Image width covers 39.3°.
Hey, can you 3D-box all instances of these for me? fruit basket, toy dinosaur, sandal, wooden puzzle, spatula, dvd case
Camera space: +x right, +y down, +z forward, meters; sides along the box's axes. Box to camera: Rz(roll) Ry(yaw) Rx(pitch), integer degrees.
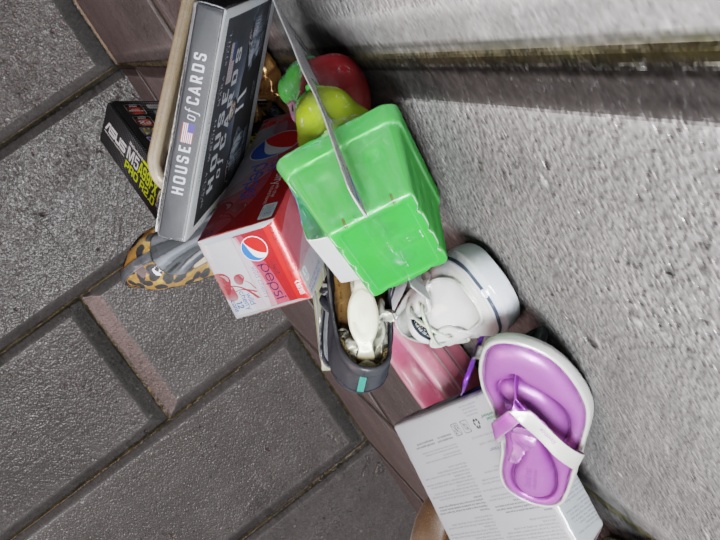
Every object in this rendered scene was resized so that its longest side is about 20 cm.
[{"bbox_3d":[-0.017,-0.089,0.707,0.201,0.093,0.185,61,-176,28],"label":"fruit basket"},{"bbox_3d":[-0.110,-0.207,0.952,0.105,0.061,0.201,-3,131,51],"label":"toy dinosaur"},{"bbox_3d":[0.129,0.124,0.738,0.081,0.050,0.204,6,139,23],"label":"sandal"},{"bbox_3d":[-0.115,-0.156,0.772,0.185,0.037,0.203,-57,-25,-88],"label":"wooden puzzle"},{"bbox_3d":[0.110,0.064,0.791,0.020,0.057,0.200,24,166,-7],"label":"spatula"},{"bbox_3d":[-0.097,-0.121,0.712,0.024,0.152,0.200,13,-160,0],"label":"dvd case"}]

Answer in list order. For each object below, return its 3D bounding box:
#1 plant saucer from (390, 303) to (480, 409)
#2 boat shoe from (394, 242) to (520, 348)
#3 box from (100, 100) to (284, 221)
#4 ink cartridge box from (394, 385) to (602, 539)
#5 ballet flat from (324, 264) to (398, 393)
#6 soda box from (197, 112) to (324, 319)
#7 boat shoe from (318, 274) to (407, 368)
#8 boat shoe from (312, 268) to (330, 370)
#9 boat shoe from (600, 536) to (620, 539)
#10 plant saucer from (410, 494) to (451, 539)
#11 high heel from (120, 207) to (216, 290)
[{"bbox_3d":[0.082,0.110,1.064,0.202,0.051,0.201,54,171,12],"label":"plant saucer"},{"bbox_3d":[0.069,0.033,0.789,0.074,0.066,0.200,53,171,5],"label":"boat shoe"},{"bbox_3d":[-0.125,-0.102,0.964,0.160,0.198,0.045,49,130,34],"label":"box"},{"bbox_3d":[0.129,0.205,0.912,0.202,0.043,0.196,62,150,4],"label":"ink cartridge box"},{"bbox_3d":[0.000,0.000,0.846,0.073,0.072,0.203,88,179,-75],"label":"ballet flat"},{"bbox_3d":[-0.056,-0.052,0.764,0.201,0.063,0.071,-74,-36,-56],"label":"soda box"},{"bbox_3d":[-0.007,0.019,0.960,0.072,0.067,0.201,47,145,26],"label":"boat shoe"},{"bbox_3d":[-0.033,0.008,1.073,0.072,0.061,0.203,133,125,-81],"label":"boat shoe"},{"bbox_3d":[0.225,0.272,0.848,0.072,0.066,0.201,55,171,4],"label":"boat shoe"},{"bbox_3d":[0.144,0.296,1.019,0.201,0.199,0.032,54,149,4],"label":"plant saucer"},{"bbox_3d":[-0.114,-0.025,0.887,0.199,0.141,0.072,-3,-110,-65],"label":"high heel"}]
